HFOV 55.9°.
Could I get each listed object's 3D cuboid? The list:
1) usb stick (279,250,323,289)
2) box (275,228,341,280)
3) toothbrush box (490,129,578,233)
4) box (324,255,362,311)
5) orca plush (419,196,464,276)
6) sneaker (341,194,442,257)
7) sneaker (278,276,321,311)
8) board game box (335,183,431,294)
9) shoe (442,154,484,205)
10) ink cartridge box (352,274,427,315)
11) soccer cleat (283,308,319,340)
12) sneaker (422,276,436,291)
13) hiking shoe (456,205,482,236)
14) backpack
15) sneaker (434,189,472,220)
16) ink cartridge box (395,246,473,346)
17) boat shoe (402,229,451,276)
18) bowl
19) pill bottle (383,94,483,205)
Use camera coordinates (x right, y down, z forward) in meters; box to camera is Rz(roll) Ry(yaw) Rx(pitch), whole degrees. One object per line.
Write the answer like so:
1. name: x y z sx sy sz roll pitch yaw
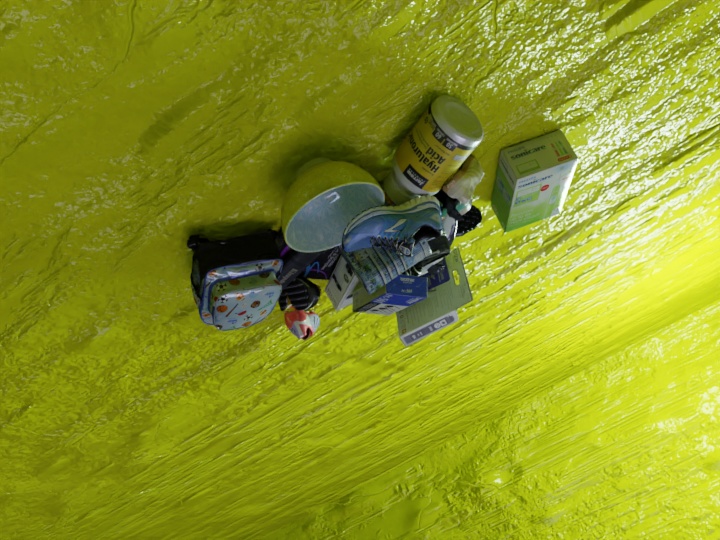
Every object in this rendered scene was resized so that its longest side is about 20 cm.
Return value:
1. usb stick: -0.151 0.000 1.403 0.055 0.033 0.199 13 137 -45
2. box: -0.106 -0.037 1.444 0.196 0.037 0.143 2 143 -40
3. toothbrush box: 0.372 -0.189 1.474 0.142 0.088 0.202 -18 150 -7
4. box: 0.000 0.000 1.497 0.115 0.061 0.201 -25 160 -28
5. orca plush: 0.151 -0.069 1.428 0.071 0.103 0.203 -45 161 -56
6. sneaker: 0.060 -0.068 1.235 0.195 0.091 0.079 -17 156 -2
7. sneaker: -0.118 0.046 1.491 0.088 0.072 0.199 -14 180 -27
8. board game box: 0.044 -0.089 1.332 0.197 0.201 0.062 -34 146 -6
9. shoe: 0.203 -0.172 1.314 0.070 0.053 0.200 -50 180 28
10. ink cartridge box: 0.057 0.051 1.411 0.091 0.046 0.200 7 164 -19
11. soccer cleat: -0.136 0.137 1.642 0.065 0.078 0.200 -24 166 3
12. sneaker: 0.091 0.043 1.620 0.101 0.062 0.199 -4 174 -22
13. hiking shoe: 0.177 -0.095 1.528 0.195 0.076 0.087 -19 173 -3
14. backpack: -0.243 0.027 1.329 0.195 0.158 0.191 -6 152 -24
15. sneaker: 0.142 -0.126 1.440 0.197 0.072 0.080 -32 147 5
16. ink cartridge box: 0.173 0.059 1.622 0.197 0.201 0.044 -28 127 18
17. boat shoe: 0.100 -0.014 1.386 0.196 0.070 0.073 -29 162 25
18. bowl: -0.064 -0.135 1.224 0.196 0.109 0.201 -22 155 -11
19. pill bottle: 0.126 -0.208 1.239 0.109 0.113 0.201 1 144 -36
